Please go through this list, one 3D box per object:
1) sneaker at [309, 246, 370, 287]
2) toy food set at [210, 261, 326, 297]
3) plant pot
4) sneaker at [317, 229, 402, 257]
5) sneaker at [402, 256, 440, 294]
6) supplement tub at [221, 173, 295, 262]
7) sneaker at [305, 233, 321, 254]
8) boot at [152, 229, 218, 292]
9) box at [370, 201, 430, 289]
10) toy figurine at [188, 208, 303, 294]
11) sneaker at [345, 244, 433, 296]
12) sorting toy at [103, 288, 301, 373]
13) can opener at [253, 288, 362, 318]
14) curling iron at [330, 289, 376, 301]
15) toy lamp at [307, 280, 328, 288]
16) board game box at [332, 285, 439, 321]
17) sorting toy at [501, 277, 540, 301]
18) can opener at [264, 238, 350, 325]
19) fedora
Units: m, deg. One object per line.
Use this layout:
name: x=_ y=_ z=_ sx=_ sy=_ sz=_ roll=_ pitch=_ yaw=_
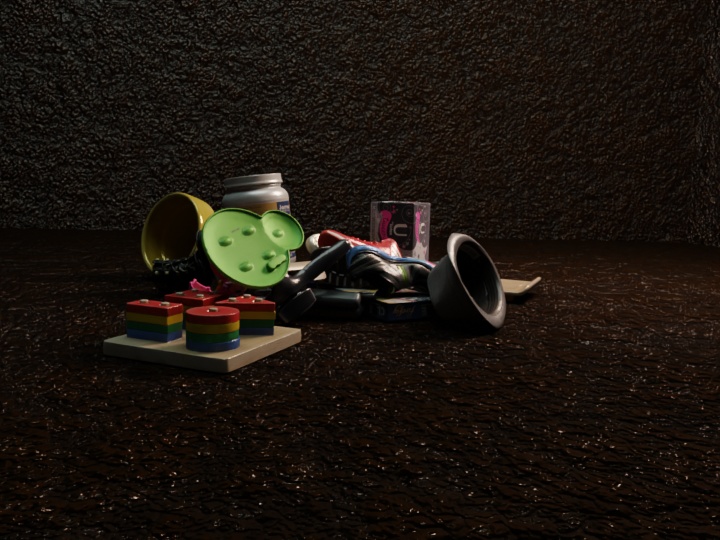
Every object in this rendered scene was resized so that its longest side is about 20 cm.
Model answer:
sneaker: x=0.000 y=0.000 z=1.333 sx=0.199 sy=0.076 sz=0.115 roll=13 pitch=3 yaw=8
toy food set: x=-0.184 y=0.028 z=1.284 sx=0.199 sy=0.061 sz=0.143 roll=-15 pitch=-6 yaw=42
plant pot: x=-0.397 y=-0.067 z=1.599 sx=0.200 sy=0.202 sz=0.189 roll=6 pitch=-8 yaw=32
sneaker: x=0.006 y=-0.041 z=1.447 sx=0.200 sy=0.078 sz=0.116 roll=36 pitch=39 yaw=-4
sneaker: x=0.167 y=0.031 z=1.341 sx=0.120 sy=0.084 sz=0.200 roll=6 pitch=19 yaw=-26
supplement tub: x=-0.218 y=-0.101 z=1.401 sx=0.143 sy=0.202 sz=0.144 roll=-6 pitch=8 yaw=1
sneaker: x=-0.080 y=-0.021 z=1.518 sx=0.111 sy=0.077 sz=0.199 roll=-29 pitch=-24 yaw=30
boot: x=-0.349 y=-0.011 z=1.317 sx=0.153 sy=0.074 sz=0.204 roll=-2 pitch=-29 yaw=1
box: x=0.096 y=-0.064 z=1.570 sx=0.114 sy=0.202 sz=0.132 roll=3 pitch=7 yaw=22
toy figurine: x=-0.209 y=0.002 z=1.100 sx=0.200 sy=0.150 sz=0.184 roll=-35 pitch=-9 yaw=-48
sneaker: x=0.061 y=0.015 z=1.208 sx=0.198 sy=0.083 sz=0.071 roll=15 pitch=-26 yaw=-23
sorting toy: x=-0.214 y=0.074 z=0.919 sx=0.197 sy=0.070 sz=0.200 roll=5 pitch=7 yaw=22
can opener: x=-0.097 y=0.065 z=1.160 sx=0.198 sy=0.053 sz=0.067 roll=1 pitch=41 yaw=6
curling iron: x=-0.055 y=0.049 z=1.212 sx=0.199 sy=0.026 sz=0.049 roll=-7 pitch=-3 yaw=36
toy lamp: x=-0.050 y=0.020 z=1.458 sx=0.199 sy=0.059 sz=0.058 roll=1 pitch=7 yaw=-15
board game box: x=0.052 y=0.059 z=1.247 sx=0.135 sy=0.035 sz=0.200 roll=-3 pitch=8 yaw=-31
sorting toy: x=0.295 y=0.041 z=1.482 sx=0.199 sy=0.037 sz=0.185 roll=0 pitch=6 yaw=24
can opener: x=-0.092 y=0.011 z=1.141 sx=0.200 sy=0.079 sz=0.063 roll=-45 pitch=15 yaw=-32
fedora: x=0.177 y=0.030 z=1.155 sx=0.090 sy=0.177 sz=0.200 roll=-30 pitch=19 yaw=29
